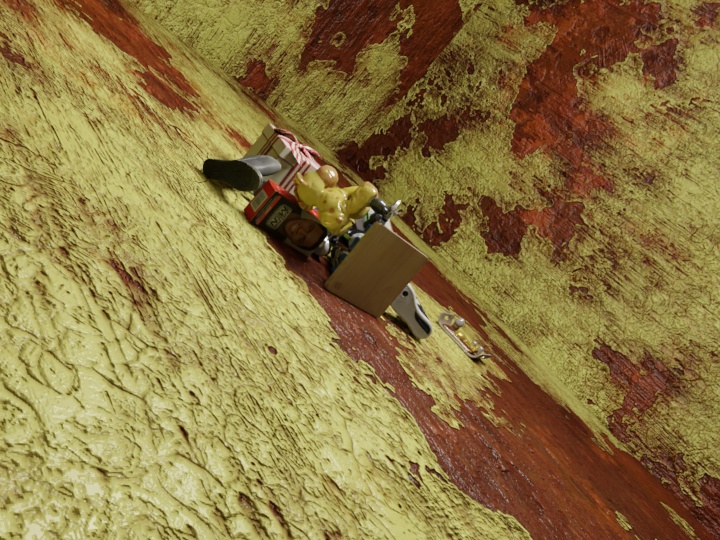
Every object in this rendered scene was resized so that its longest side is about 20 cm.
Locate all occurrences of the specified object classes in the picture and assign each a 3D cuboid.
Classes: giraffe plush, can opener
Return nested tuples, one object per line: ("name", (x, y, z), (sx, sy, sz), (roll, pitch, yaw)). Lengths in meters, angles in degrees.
("giraffe plush", (-0.077, -0.173, 1.371), (0.162, 0.200, 0.173), (47, -30, 5))
("can opener", (0.045, -0.138, 1.397), (0.066, 0.053, 0.200), (43, -14, -4))

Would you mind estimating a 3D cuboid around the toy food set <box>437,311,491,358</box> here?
("toy food set", (0.361, 0.223, 2.000), (0.200, 0.060, 0.143), (47, 12, 24))

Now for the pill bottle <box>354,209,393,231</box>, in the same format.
("pill bottle", (0.053, -0.118, 1.930), (0.114, 0.114, 0.200), (-29, 103, -78))

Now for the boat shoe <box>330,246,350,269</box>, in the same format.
("boat shoe", (-0.053, -0.026, 1.546), (0.063, 0.073, 0.200), (35, 2, -7))

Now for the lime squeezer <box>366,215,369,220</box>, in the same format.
("lime squeezer", (0.018, -0.081, 1.854), (0.071, 0.038, 0.200), (38, 51, -54))

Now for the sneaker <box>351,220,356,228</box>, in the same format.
("sneaker", (-0.082, -0.180, 1.965), (0.200, 0.075, 0.090), (53, -14, -26))

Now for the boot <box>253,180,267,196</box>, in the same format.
("boot", (-0.205, -0.151, 1.521), (0.200, 0.074, 0.075), (45, -5, -16))

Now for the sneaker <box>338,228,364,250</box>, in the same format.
("sneaker", (-0.018, -0.093, 1.584), (0.083, 0.072, 0.200), (35, 2, -3))

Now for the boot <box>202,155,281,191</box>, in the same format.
("boot", (-0.261, -0.243, 1.432), (0.182, 0.073, 0.200), (24, 16, 24))

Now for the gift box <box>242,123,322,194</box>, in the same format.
("gift box", (-0.209, -0.279, 1.638), (0.184, 0.187, 0.200), (29, 17, -47))

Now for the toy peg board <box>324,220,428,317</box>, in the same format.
("toy peg board", (0.025, -0.017, 1.434), (0.199, 0.200, 0.098), (32, 12, -40))

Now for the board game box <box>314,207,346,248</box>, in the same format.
("board game box", (-0.082, -0.118, 1.842), (0.200, 0.034, 0.135), (42, 12, -6))

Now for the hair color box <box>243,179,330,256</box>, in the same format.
("hair color box", (-0.171, -0.123, 1.411), (0.200, 0.102, 0.061), (30, 18, -42))

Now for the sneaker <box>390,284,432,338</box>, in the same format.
("sneaker", (0.123, 0.090, 1.607), (0.200, 0.073, 0.112), (60, 3, -17))

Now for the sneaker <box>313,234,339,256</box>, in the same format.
("sneaker", (-0.085, -0.094, 1.588), (0.112, 0.073, 0.200), (13, 24, -29))
